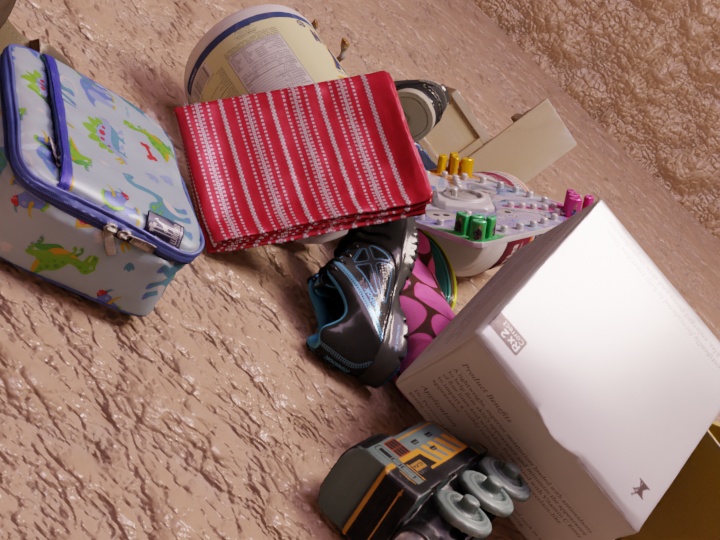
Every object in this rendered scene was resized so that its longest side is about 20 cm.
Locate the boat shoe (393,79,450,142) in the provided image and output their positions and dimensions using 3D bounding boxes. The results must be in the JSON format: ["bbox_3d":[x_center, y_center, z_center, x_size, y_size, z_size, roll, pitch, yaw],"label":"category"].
[{"bbox_3d":[-0.002,-0.151,1.366,0.072,0.199,0.068,64,35,-23],"label":"boat shoe"}]

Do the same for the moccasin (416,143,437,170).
[{"bbox_3d":[0.042,-0.119,1.557,0.069,0.080,0.200,66,13,18],"label":"moccasin"}]

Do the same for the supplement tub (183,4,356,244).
[{"bbox_3d":[-0.066,-0.138,1.263,0.145,0.145,0.200,16,33,-53],"label":"supplement tub"}]

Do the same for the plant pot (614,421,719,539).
[{"bbox_3d":[0.328,0.273,1.156,0.199,0.176,0.200,21,30,-47],"label":"plant pot"}]

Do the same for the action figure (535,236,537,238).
[{"bbox_3d":[0.282,0.027,1.737,0.130,0.069,0.201,27,28,-51],"label":"action figure"}]

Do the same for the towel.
[{"bbox_3d":[-0.049,-0.097,1.145,0.023,0.199,0.145,105,-29,-64],"label":"towel"}]

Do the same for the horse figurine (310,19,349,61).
[{"bbox_3d":[-0.035,-0.173,1.424,0.200,0.132,0.050,42,24,-13],"label":"horse figurine"}]

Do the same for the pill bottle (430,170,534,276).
[{"bbox_3d":[0.126,-0.054,1.520,0.114,0.114,0.200,47,20,11],"label":"pill bottle"}]

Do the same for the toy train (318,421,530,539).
[{"bbox_3d":[0.050,0.164,0.980,0.114,0.085,0.200,39,17,15],"label":"toy train"}]

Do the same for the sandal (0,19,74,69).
[{"bbox_3d":[-0.305,-0.180,1.016,0.212,0.069,0.078,47,50,-47],"label":"sandal"}]

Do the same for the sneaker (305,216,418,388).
[{"bbox_3d":[0.000,0.000,1.157,0.082,0.073,0.201,23,47,-25],"label":"sneaker"}]

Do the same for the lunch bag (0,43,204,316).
[{"bbox_3d":[-0.202,-0.067,0.948,0.160,0.083,0.200,28,23,-31],"label":"lunch bag"}]

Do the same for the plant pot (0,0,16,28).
[{"bbox_3d":[-0.339,-0.205,0.828,0.200,0.200,0.174,44,35,-1],"label":"plant pot"}]

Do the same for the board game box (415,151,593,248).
[{"bbox_3d":[0.103,-0.076,1.338,0.199,0.026,0.199,22,24,39],"label":"board game box"}]

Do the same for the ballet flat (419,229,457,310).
[{"bbox_3d":[0.048,-0.015,1.372,0.200,0.067,0.067,56,1,35],"label":"ballet flat"}]

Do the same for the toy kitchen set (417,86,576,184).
[{"bbox_3d":[0.167,-0.160,1.733,0.200,0.163,0.180,54,0,-13],"label":"toy kitchen set"}]

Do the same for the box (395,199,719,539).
[{"bbox_3d":[0.174,0.089,1.098,0.199,0.131,0.200,50,55,-4],"label":"box"}]

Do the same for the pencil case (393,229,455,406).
[{"bbox_3d":[0.053,0.039,1.229,0.093,0.091,0.201,-4,42,-17],"label":"pencil case"}]
